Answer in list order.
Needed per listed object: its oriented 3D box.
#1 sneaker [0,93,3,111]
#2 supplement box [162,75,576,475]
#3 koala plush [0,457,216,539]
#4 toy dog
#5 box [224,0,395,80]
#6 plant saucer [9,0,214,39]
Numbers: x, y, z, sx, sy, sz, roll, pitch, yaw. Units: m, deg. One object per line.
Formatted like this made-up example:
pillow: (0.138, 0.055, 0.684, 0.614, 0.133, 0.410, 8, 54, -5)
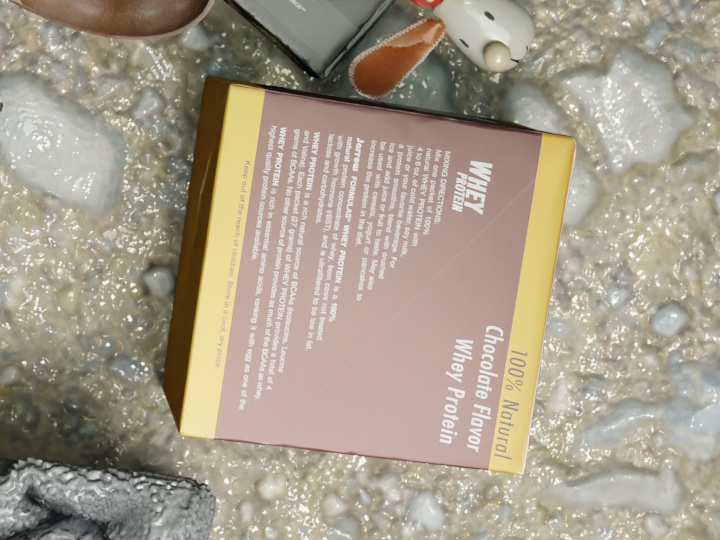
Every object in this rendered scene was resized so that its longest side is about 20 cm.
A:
sneaker: (-0.309, -0.095, 1.091, 0.200, 0.074, 0.080, -19, 86, -12)
supplement box: (0.000, 0.000, 1.120, 0.200, 0.133, 0.198, 7, 96, -11)
koala plush: (-0.184, 0.211, 1.083, 0.183, 0.177, 0.200, 8, 80, -3)
toy dog: (0.010, -0.161, 1.061, 0.200, 0.096, 0.132, 9, 129, -8)
box: (-0.046, -0.235, 1.123, 0.200, 0.046, 0.159, 41, 89, -12)
plant saucer: (-0.164, -0.203, 1.046, 0.200, 0.200, 0.035, 29, 62, -13)
